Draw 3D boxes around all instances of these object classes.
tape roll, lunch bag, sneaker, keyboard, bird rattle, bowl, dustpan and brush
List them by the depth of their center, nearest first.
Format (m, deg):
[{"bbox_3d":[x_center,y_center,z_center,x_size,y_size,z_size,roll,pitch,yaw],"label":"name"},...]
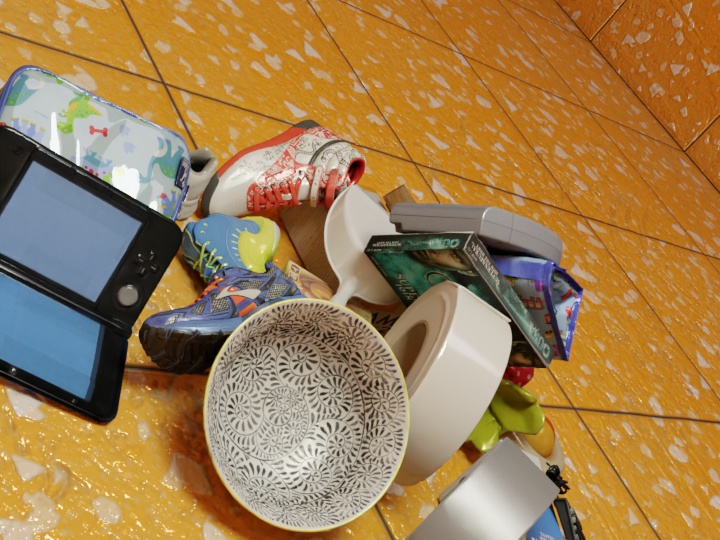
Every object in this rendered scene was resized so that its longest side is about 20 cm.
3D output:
[{"bbox_3d":[0.079,0.236,0.969,0.066,0.201,0.200,45,26,12],"label":"tape roll"},{"bbox_3d":[-0.064,0.130,1.020,0.199,0.094,0.203,5,80,-29],"label":"bowl"},{"bbox_3d":[-0.129,0.040,1.047,0.199,0.075,0.079,-11,62,-52],"label":"sneaker"},{"bbox_3d":[-0.266,-0.084,1.071,0.199,0.082,0.162,28,63,-25],"label":"lunch bag"},{"bbox_3d":[0.064,0.111,1.135,0.071,0.203,0.203,34,27,-11],"label":"tape roll"},{"bbox_3d":[-0.146,0.006,1.184,0.104,0.076,0.201,16,32,-8],"label":"sneaker"},{"bbox_3d":[0.221,0.263,1.188,0.200,0.020,0.128,56,17,-67],"label":"keyboard"},{"bbox_3d":[-0.235,-0.108,1.197,0.199,0.087,0.075,-6,54,-54],"label":"sneaker"},{"bbox_3d":[0.000,0.000,1.248,0.139,0.057,0.200,43,28,-7],"label":"dustpan and brush"},{"bbox_3d":[0.154,0.023,1.265,0.149,0.095,0.200,9,-14,22],"label":"lunch bag"},{"bbox_3d":[-0.082,-0.101,1.314,0.108,0.068,0.201,33,50,26],"label":"sneaker"},{"bbox_3d":[0.181,0.181,1.349,0.164,0.112,0.200,53,13,-1],"label":"bird rattle"}]

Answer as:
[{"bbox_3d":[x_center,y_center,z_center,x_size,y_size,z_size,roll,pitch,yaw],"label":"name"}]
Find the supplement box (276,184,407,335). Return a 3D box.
[{"bbox_3d":[-0.006,-0.019,1.383,0.125,0.074,0.201,12,39,-43],"label":"supplement box"}]

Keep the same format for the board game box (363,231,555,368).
[{"bbox_3d":[0.108,0.034,1.210,0.200,0.135,0.028,51,54,-34],"label":"board game box"}]

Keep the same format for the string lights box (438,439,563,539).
[{"bbox_3d":[0.145,0.277,1.102,0.059,0.103,0.201,29,28,-26],"label":"string lights box"}]

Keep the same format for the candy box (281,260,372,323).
[{"bbox_3d":[-0.052,0.085,1.184,0.115,0.055,0.200,32,27,-15],"label":"candy box"}]

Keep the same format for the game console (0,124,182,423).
[{"bbox_3d":[-0.261,0.002,0.962,0.199,0.171,0.118,31,1,-27],"label":"game console"}]

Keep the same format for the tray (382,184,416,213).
[{"bbox_3d":[0.096,-0.005,1.427,0.201,0.037,0.099,58,3,-24],"label":"tray"}]

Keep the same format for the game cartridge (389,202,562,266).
[{"bbox_3d":[0.137,-0.037,1.229,0.132,0.041,0.200,10,-4,34],"label":"game cartridge"}]
